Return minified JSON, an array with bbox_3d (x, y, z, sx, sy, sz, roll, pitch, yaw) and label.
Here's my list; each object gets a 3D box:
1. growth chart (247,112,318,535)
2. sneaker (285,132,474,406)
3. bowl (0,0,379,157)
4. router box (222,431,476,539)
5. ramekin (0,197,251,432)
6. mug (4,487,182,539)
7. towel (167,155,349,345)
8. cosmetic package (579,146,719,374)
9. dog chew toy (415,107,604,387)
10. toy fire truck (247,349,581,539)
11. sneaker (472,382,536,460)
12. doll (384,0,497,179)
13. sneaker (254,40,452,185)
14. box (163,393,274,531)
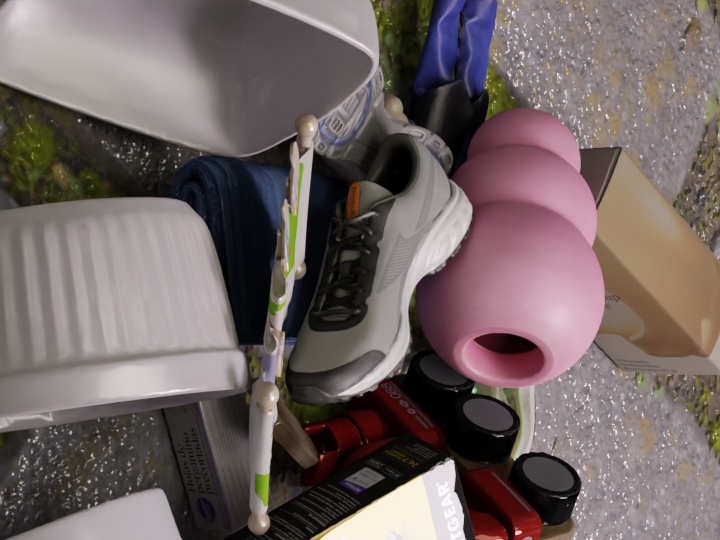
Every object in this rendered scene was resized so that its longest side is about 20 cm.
[{"bbox_3d":[-0.045,0.025,1.155,0.145,0.018,0.202,97,0,-54],"label":"growth chart"},{"bbox_3d":[0.000,0.000,1.260,0.080,0.073,0.201,58,44,-35],"label":"sneaker"},{"bbox_3d":[-0.102,-0.146,1.157,0.198,0.200,0.075,17,68,-25],"label":"bowl"},{"bbox_3d":[0.003,0.219,1.207,0.156,0.052,0.202,-28,117,-25],"label":"router box"},{"bbox_3d":[-0.162,0.026,1.114,0.199,0.199,0.106,-4,83,-46],"label":"ramekin"},{"bbox_3d":[-0.169,0.236,1.124,0.148,0.198,0.177,57,12,-83],"label":"mug"},{"bbox_3d":[-0.059,-0.010,1.281,0.200,0.048,0.113,3,82,-65],"label":"towel"},{"bbox_3d":[0.194,-0.004,1.543,0.200,0.105,0.072,42,61,-35],"label":"cosmetic package"},{"bbox_3d":[0.103,-0.024,1.376,0.125,0.124,0.201,44,41,-36],"label":"dog chew toy"},{"bbox_3d":[0.019,0.130,1.304,0.199,0.176,0.130,-8,128,-37],"label":"toy fire truck"},{"bbox_3d":[0.076,0.071,1.455,0.088,0.077,0.202,28,64,-28],"label":"sneaker"},{"bbox_3d":[0.059,-0.107,1.442,0.136,0.048,0.202,6,91,-55],"label":"doll"},{"bbox_3d":[-0.020,-0.101,1.323,0.075,0.087,0.200,-52,139,-12],"label":"sneaker"},{"bbox_3d":[-0.102,0.061,1.281,0.041,0.038,0.202,-28,109,-42],"label":"box"}]
